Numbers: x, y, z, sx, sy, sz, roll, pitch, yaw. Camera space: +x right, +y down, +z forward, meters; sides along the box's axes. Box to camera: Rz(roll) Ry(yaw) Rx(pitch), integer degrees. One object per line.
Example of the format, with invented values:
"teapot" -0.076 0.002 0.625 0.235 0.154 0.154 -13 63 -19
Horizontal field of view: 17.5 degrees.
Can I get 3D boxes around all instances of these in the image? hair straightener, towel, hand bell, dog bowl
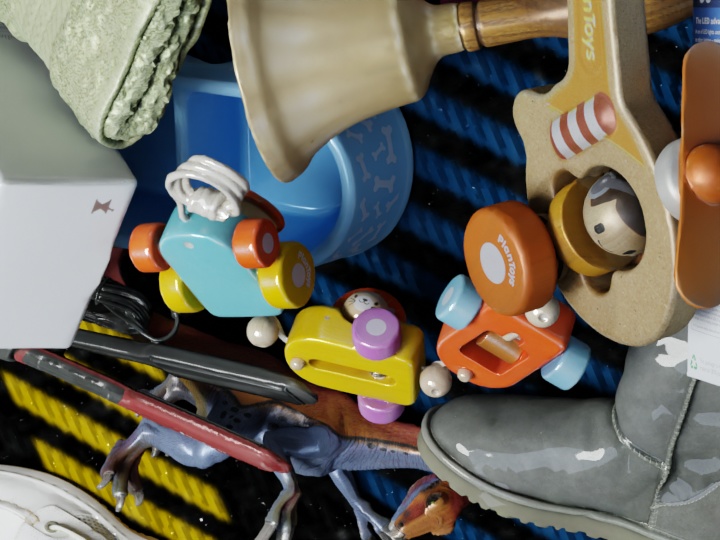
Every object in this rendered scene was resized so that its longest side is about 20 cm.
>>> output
"hair straightener" -0.106 0.031 1.142 0.200 0.041 0.077 19 80 27
"towel" -0.113 -0.165 1.013 0.148 0.036 0.200 48 135 24
"hand bell" 0.054 -0.105 0.986 0.200 0.104 0.104 -9 107 13
"dog bowl" -0.076 -0.056 1.130 0.200 0.050 0.112 10 115 23

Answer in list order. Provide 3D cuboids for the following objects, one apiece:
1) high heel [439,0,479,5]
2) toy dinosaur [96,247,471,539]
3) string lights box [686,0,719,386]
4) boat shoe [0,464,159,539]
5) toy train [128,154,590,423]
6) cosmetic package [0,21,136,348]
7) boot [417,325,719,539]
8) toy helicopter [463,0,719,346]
"high heel" 0.018 -0.204 1.013 0.096 0.067 0.200 -36 106 22
"toy dinosaur" -0.036 0.079 1.139 0.181 0.105 0.200 -11 103 25
"string lights box" 0.177 -0.050 0.923 0.059 0.103 0.200 -2 97 -20
"boat shoe" -0.158 0.164 1.251 0.200 0.069 0.071 20 120 18
"toy train" 0.000 0.000 1.045 0.200 0.056 0.150 28 147 -10
"cosmetic package" -0.188 -0.064 1.108 0.200 0.071 0.101 54 132 39
"boot" 0.131 0.029 1.055 0.182 0.073 0.200 15 124 5
"toy helicopter" 0.103 -0.065 0.916 0.132 0.079 0.200 25 126 56
